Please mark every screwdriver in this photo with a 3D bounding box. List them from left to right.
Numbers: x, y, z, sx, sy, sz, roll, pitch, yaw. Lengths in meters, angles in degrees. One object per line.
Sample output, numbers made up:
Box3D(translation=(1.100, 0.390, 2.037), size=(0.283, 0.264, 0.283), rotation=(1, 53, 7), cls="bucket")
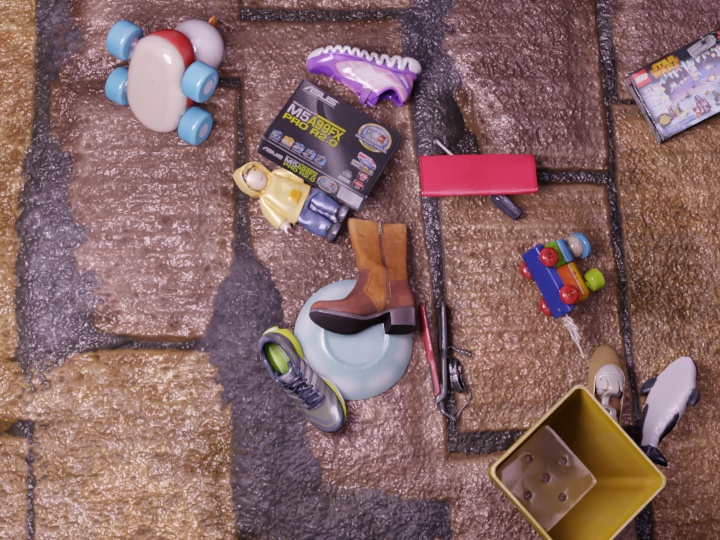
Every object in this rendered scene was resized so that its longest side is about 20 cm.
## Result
Box3D(translation=(0.200, -0.156, 1.800), size=(0.200, 0.028, 0.029), rotation=(39, 105, 8), cls="screwdriver")

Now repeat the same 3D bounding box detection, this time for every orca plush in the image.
Box3D(translation=(0.521, 0.243, 1.728), size=(0.071, 0.105, 0.201), rotation=(51, 44, -34), cls="orca plush")

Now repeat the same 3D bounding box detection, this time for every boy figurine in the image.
Box3D(translation=(-0.116, -0.127, 1.728), size=(0.199, 0.064, 0.125), rotation=(30, 78, -4), cls="boy figurine")

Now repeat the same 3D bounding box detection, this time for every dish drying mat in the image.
Box3D(translation=(0.202, -0.163, 1.782), size=(0.199, 0.018, 0.077), rotation=(-2, 71, -1), cls="dish drying mat")

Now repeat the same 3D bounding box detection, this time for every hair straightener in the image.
Box3D(translation=(0.148, 0.149, 1.714), size=(0.077, 0.041, 0.201), rotation=(-8, 79, -9), cls="hair straightener")

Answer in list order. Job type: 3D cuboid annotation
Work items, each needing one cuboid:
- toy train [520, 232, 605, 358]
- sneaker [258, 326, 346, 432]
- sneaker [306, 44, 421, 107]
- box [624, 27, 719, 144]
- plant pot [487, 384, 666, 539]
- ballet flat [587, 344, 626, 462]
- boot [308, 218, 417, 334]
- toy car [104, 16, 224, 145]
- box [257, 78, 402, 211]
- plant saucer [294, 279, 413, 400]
Box3D(translation=(0.367, 0.038, 1.754), size=(0.115, 0.085, 0.201), rotation=(-24, 82, -25), cls="toy train")
Box3D(translation=(-0.100, 0.178, 1.646), size=(0.074, 0.081, 0.200), rotation=(-43, 83, 11), cls="sneaker")
Box3D(translation=(0.004, -0.329, 1.782), size=(0.199, 0.080, 0.089), rotation=(8, 85, -7), cls="sneaker")
Box3D(translation=(0.594, -0.332, 1.858), size=(0.199, 0.040, 0.137), rotation=(-27, 82, 1), cls="box")
Box3D(translation=(0.316, 0.324, 1.630), size=(0.200, 0.176, 0.200), rotation=(-41, 86, -13), cls="plant pot")
Box3D(translation=(0.414, 0.220, 1.723), size=(0.068, 0.063, 0.201), rotation=(7, 77, -6), cls="ballet flat")
Box3D(translation=(0.000, 0.000, 1.683), size=(0.187, 0.069, 0.201), rotation=(1, 63, -15), cls="boot")
Box3D(translation=(-0.290, -0.341, 1.725), size=(0.184, 0.177, 0.200), rotation=(29, 47, 13), cls="toy car")
Box3D(translation=(-0.050, -0.211, 1.737), size=(0.199, 0.044, 0.161), rotation=(31, 55, 0), cls="box")
Box3D(translation=(-0.009, 0.110, 1.703), size=(0.200, 0.039, 0.202), rotation=(2, 77, -7), cls="plant saucer")
